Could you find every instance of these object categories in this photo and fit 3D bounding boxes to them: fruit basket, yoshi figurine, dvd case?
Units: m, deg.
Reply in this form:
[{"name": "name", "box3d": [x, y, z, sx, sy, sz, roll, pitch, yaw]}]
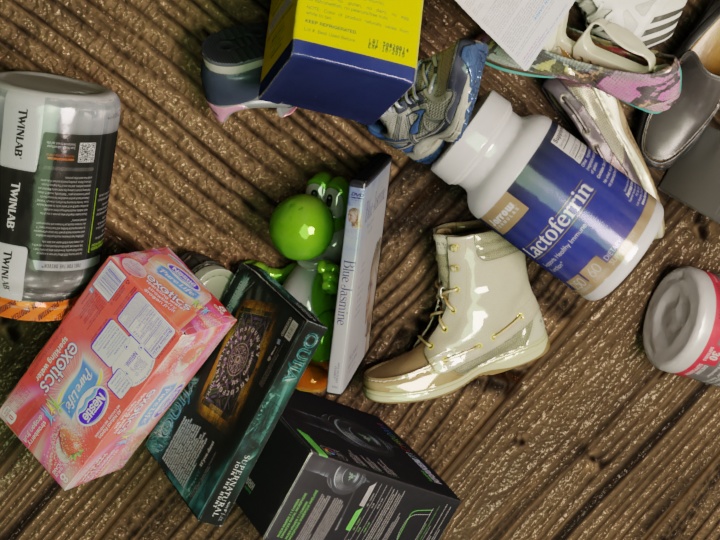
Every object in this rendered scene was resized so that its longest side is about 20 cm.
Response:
[{"name": "fruit basket", "box3d": [0.140, -0.294, 1.155, 0.186, 0.094, 0.200, -57, 143, 1]}, {"name": "yoshi figurine", "box3d": [-0.058, 0.008, 1.277, 0.112, 0.112, 0.201, 7, 102, -9]}, {"name": "dvd case", "box3d": [0.000, 0.000, 1.271, 0.017, 0.143, 0.201, 9, 106, 9]}]

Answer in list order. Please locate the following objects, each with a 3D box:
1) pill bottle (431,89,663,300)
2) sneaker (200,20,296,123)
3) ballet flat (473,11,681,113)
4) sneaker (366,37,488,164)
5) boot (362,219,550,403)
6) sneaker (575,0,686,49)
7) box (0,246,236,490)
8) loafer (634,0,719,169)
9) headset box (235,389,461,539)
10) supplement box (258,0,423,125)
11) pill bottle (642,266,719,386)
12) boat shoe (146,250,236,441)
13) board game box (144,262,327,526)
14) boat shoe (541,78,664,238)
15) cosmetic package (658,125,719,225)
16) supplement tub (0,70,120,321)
[{"name": "pill bottle", "box3d": [0.172, -0.073, 1.272, 0.200, 0.116, 0.116, 36, 96, -3]}, {"name": "sneaker", "box3d": [-0.050, -0.183, 1.249, 0.199, 0.070, 0.082, -7, 134, -15]}, {"name": "ballet flat", "box3d": [0.201, -0.205, 1.252, 0.199, 0.069, 0.071, 21, 137, 16]}, {"name": "sneaker", "box3d": [0.051, -0.152, 1.213, 0.085, 0.200, 0.077, 19, 69, -9]}, {"name": "boot", "box3d": [0.082, 0.036, 1.337, 0.199, 0.072, 0.155, -18, 111, -14]}, {"name": "sneaker", "box3d": [0.218, -0.254, 1.277, 0.199, 0.076, 0.116, 5, 104, -18]}, {"name": "box", "box3d": [-0.217, 0.087, 1.221, 0.103, 0.095, 0.200, 44, 112, 15]}, {"name": "loafer", "box3d": [0.327, -0.190, 1.318, 0.073, 0.072, 0.201, 27, 96, 2]}, {"name": "headset box", "box3d": [-0.040, 0.186, 1.273, 0.199, 0.174, 0.093, 24, 100, -35]}, {"name": "supplement box", "box3d": [-0.012, -0.243, 1.162, 0.108, 0.109, 0.201, 12, 74, -17]}, {"name": "pill bottle", "box3d": [0.402, 0.072, 1.406, 0.199, 0.111, 0.111, 16, 103, -18]}, {"name": "boat shoe", "box3d": [-0.168, 0.081, 1.297, 0.071, 0.061, 0.202, 3, 111, -41]}, {"name": "board game box", "box3d": [-0.114, 0.106, 1.215, 0.028, 0.135, 0.201, 23, 100, -36]}, {"name": "boat shoe", "box3d": [0.236, -0.112, 1.332, 0.065, 0.072, 0.201, -26, 108, 1]}, {"name": "cosmetic package", "box3d": [0.383, -0.069, 1.311, 0.106, 0.200, 0.091, 25, 98, -17]}, {"name": "supplement tub", "box3d": [-0.280, -0.065, 1.188, 0.122, 0.123, 0.201, 6, 104, -16]}]
